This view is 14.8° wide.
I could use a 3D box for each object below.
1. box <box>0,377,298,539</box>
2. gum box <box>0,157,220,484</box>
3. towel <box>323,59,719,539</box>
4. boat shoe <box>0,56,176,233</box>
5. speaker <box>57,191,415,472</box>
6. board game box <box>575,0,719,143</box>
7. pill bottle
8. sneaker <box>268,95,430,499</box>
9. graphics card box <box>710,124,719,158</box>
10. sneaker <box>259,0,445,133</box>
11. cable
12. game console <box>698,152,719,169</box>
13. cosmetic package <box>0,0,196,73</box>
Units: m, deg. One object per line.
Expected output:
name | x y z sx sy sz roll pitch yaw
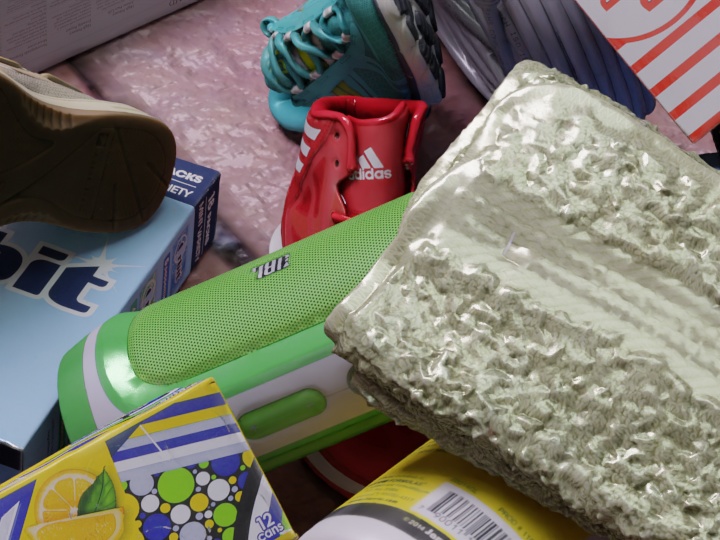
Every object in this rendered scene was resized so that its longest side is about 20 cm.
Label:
box | -0.129 0.116 1.012 0.199 0.064 0.070 -29 91 -18
gum box | -0.177 0.002 1.205 0.169 0.045 0.200 18 43 12
towel | 0.102 0.024 1.007 0.200 0.037 0.149 32 76 11
boat shoe | -0.162 -0.058 1.150 0.065 0.072 0.200 27 12 35
speaker | -0.017 0.028 1.100 0.199 0.089 0.089 -23 38 16
board game box | 0.114 -0.138 1.110 0.152 0.046 0.200 51 18 0
pill bottle | 0.070 0.103 1.070 0.112 0.113 0.200 33 47 28
sneaker | 0.000 0.000 1.176 0.078 0.116 0.200 -7 41 -15
graphics card box | 0.244 -0.087 1.169 0.199 0.051 0.125 -22 9 8
sneaker | -0.006 -0.098 1.257 0.079 0.200 0.078 -11 77 -6
cable | 0.064 -0.144 1.291 0.069 0.200 0.200 -33 39 -3
game console | 0.141 -0.026 1.225 0.199 0.119 0.171 -7 43 -17
cosmetic package | -0.157 -0.146 1.353 0.200 0.083 0.051 -28 49 -34
